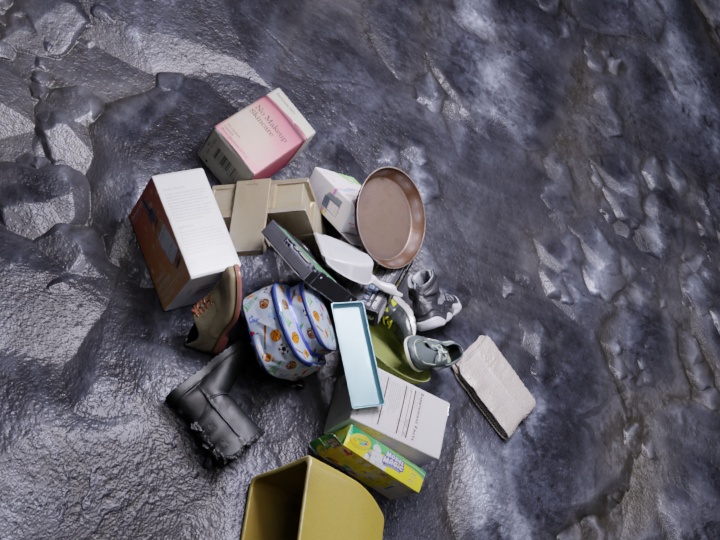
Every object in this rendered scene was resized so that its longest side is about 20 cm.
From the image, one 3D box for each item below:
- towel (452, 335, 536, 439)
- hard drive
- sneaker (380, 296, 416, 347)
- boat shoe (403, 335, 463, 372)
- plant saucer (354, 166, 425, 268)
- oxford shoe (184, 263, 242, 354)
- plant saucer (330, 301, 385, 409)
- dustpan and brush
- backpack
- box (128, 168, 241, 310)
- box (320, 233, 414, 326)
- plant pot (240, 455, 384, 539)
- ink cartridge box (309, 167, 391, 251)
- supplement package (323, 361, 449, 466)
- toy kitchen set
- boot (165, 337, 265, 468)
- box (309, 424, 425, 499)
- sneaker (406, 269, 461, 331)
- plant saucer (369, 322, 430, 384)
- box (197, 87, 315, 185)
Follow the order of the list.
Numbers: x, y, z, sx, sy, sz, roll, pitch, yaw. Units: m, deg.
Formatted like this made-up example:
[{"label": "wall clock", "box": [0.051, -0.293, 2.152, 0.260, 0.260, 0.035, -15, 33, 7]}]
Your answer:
[{"label": "towel", "box": [0.290, 0.247, 1.935, 0.132, 0.034, 0.201, -37, 89, -38]}, {"label": "hard drive", "box": [-0.093, -0.006, 1.665, 0.140, 0.038, 0.200, 46, 3, 28]}, {"label": "sneaker", "box": [0.046, 0.081, 1.839, 0.083, 0.075, 0.202, -13, 55, -24]}, {"label": "boat shoe", "box": [0.146, 0.160, 1.773, 0.199, 0.061, 0.074, 18, 56, -61]}, {"label": "plant saucer", "box": [0.054, -0.105, 1.790, 0.198, 0.034, 0.204, 2, 87, -44]}, {"label": "oxford shoe", "box": [-0.258, 0.071, 1.578, 0.074, 0.202, 0.071, 7, 36, -24]}, {"label": "plant saucer", "box": [-0.007, 0.155, 1.648, 0.069, 0.019, 0.203, -2, 67, -27]}, {"label": "dustpan and brush", "box": [0.000, 0.000, 1.719, 0.197, 0.058, 0.140, 17, 18, -16]}, {"label": "backpack", "box": [-0.133, 0.108, 1.630, 0.202, 0.153, 0.190, 63, 16, 10]}, {"label": "box", "box": [-0.322, -0.055, 1.626, 0.105, 0.152, 0.203, -14, 73, -36]}, {"label": "box", "box": [0.001, 0.007, 1.814, 0.159, 0.050, 0.201, 20, 48, 13]}, {"label": "plant pot", "box": [-0.072, 0.453, 1.511, 0.198, 0.194, 0.197, 27, 54, -29]}, {"label": "ink cartridge box", "box": [-0.017, -0.126, 1.835, 0.116, 0.068, 0.200, 10, 28, -43]}, {"label": "supplement package", "box": [0.050, 0.281, 1.709, 0.198, 0.121, 0.121, 28, 57, -18]}, {"label": "toy kitchen set", "box": [-0.185, -0.059, 1.768, 0.196, 0.181, 0.166, -3, 57, 11]}, {"label": "boot", "box": [-0.231, 0.236, 1.586, 0.198, 0.073, 0.163, -39, 87, -32]}, {"label": "box", "box": [0.010, 0.349, 1.651, 0.198, 0.117, 0.049, 33, 59, -14]}, {"label": "sneaker", "box": [0.154, 0.049, 1.874, 0.200, 0.074, 0.116, -32, 106, -67]}, {"label": "plant saucer", "box": [0.052, 0.162, 1.774, 0.199, 0.031, 0.200, 35, 16, -11]}, {"label": "box", "box": [-0.211, -0.260, 1.829, 0.128, 0.109, 0.200, 49, 51, 0]}]
